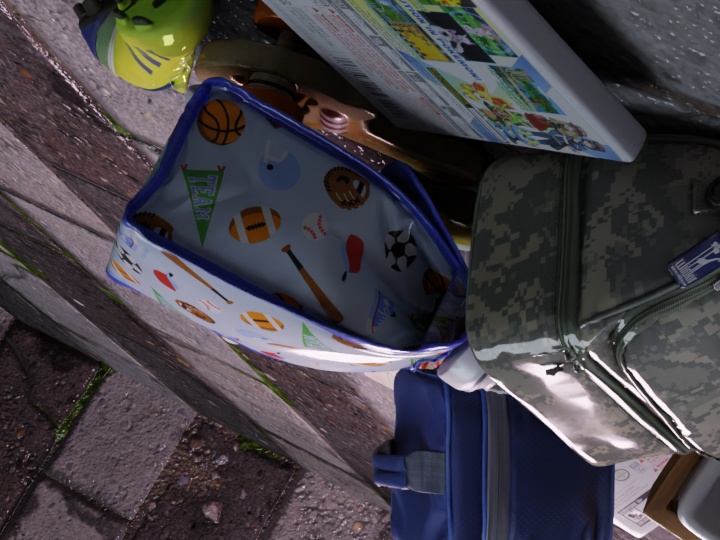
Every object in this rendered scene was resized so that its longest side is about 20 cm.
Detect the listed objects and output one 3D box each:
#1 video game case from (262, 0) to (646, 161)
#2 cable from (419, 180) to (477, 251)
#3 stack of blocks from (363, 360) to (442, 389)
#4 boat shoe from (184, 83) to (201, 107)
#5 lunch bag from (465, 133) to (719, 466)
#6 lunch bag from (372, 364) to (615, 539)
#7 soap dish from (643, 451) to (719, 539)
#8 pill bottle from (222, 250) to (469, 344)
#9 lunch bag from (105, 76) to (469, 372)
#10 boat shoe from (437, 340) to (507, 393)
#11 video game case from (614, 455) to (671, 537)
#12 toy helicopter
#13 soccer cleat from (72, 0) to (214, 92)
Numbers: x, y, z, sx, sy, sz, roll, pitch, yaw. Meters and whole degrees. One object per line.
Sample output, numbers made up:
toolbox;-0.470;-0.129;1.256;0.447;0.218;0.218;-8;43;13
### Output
video game case;0.024;-0.125;0.877;0.182;0.022;0.200;14;160;49
cable;0.096;-0.017;1.128;0.200;0.050;0.097;18;-178;11
stack of blocks;0.053;0.042;1.368;0.059;0.115;0.200;27;168;13
boat shoe;-0.083;-0.074;1.201;0.070;0.066;0.200;4;-161;-26
lunch bag;0.170;0.015;0.955;0.167;0.140;0.200;-11;146;29
lunch bag;0.081;0.129;1.187;0.132;0.136;0.200;3;177;-12
soap dish;0.294;0.134;1.099;0.200;0.157;0.081;33;-179;-11
pill bottle;0.000;0.000;1.227;0.200;0.104;0.104;-1;161;8
lunch bag;-0.032;-0.009;1.011;0.200;0.124;0.170;30;168;-4
boat shoe;0.102;0.042;1.058;0.065;0.074;0.200;40;-160;6
video game case;0.191;0.105;1.286;0.182;0.024;0.200;33;137;-9
toy helicopter;-0.014;-0.094;1.094;0.200;0.079;0.132;22;166;-26
soccer cleat;-0.125;-0.151;1.119;0.084;0.065;0.200;53;166;-20
